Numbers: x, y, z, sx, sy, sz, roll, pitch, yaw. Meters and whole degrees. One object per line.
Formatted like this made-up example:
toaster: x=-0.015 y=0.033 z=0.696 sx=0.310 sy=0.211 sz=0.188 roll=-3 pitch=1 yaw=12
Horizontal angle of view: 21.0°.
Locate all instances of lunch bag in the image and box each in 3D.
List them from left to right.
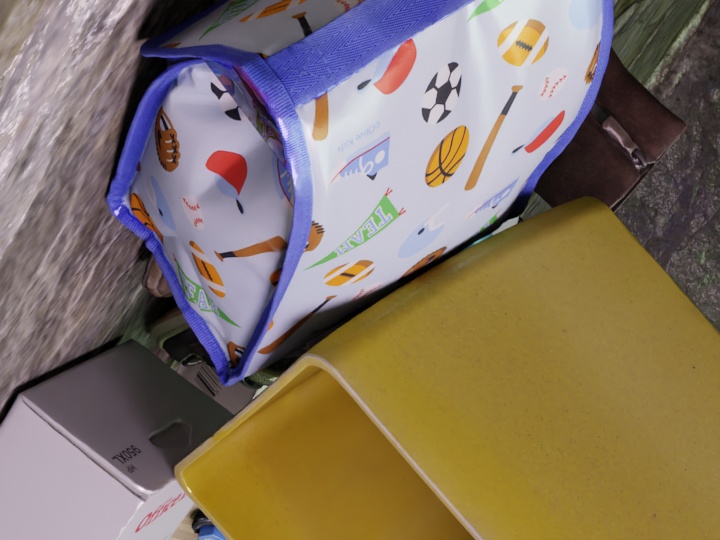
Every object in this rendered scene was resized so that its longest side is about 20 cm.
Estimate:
lunch bag: x=0.002 y=-0.067 z=0.764 sx=0.170 sy=0.124 sz=0.200 roll=-33 pitch=170 yaw=-24

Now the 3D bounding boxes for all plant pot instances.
plant pot: x=0.066 y=0.085 z=0.870 sx=0.176 sy=0.200 sz=0.200 roll=-43 pitch=-179 yaw=-30

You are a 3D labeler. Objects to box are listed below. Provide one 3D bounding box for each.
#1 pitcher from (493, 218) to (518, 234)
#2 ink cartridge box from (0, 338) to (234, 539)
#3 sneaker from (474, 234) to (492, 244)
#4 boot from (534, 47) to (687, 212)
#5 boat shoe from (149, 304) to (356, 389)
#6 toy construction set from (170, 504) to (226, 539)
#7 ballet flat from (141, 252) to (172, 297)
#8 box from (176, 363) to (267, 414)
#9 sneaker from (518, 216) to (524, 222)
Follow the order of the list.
pitcher: x=0.031 y=-0.045 z=1.234 sx=0.171 sy=0.121 sz=0.200 roll=-31 pitch=-169 yaw=34
ink cartridge box: x=-0.161 y=0.146 z=0.984 sx=0.200 sy=0.084 sz=0.145 roll=-55 pitch=173 yaw=17
sneaker: x=0.000 y=0.000 z=1.055 sx=0.078 sy=0.090 sz=0.199 roll=-32 pitch=-163 yaw=-33
boot: x=0.121 y=-0.129 z=1.127 sx=0.200 sy=0.166 sz=0.072 roll=-49 pitch=172 yaw=-24
boat shoe: x=-0.053 y=0.030 z=1.017 sx=0.072 sy=0.065 sz=0.200 roll=-29 pitch=180 yaw=-29
toy construction set: x=-0.109 y=0.169 z=1.141 sx=0.132 sy=0.199 sz=0.093 roll=101 pitch=-11 yaw=-46
ballet flat: x=-0.045 y=-0.038 z=0.989 sx=0.200 sy=0.046 sz=0.068 roll=-44 pitch=169 yaw=-52
box: x=-0.005 y=0.072 z=1.181 sx=0.199 sy=0.078 sz=0.095 roll=16 pitch=108 yaw=-40
sneaker: x=0.033 y=0.027 z=1.293 sx=0.199 sy=0.075 sz=0.082 roll=-20 pitch=113 yaw=-25
